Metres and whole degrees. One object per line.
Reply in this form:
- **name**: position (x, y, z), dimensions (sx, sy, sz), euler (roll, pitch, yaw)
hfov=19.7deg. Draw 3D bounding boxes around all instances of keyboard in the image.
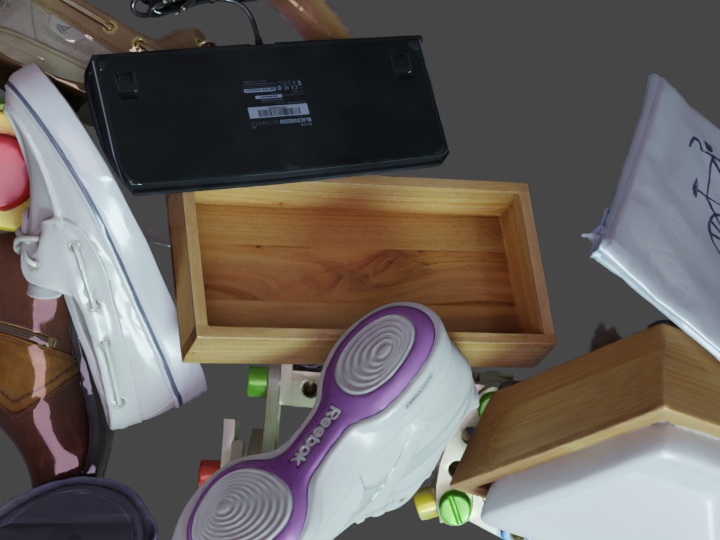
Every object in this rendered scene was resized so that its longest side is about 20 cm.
- **keyboard**: position (-0.052, -0.105, 1.101), dimensions (0.199, 0.021, 0.128), euler (-6, 75, -29)

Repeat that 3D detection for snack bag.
- **snack bag**: position (0.211, -0.005, 1.090), dimensions (0.200, 0.189, 0.021), euler (39, 128, -10)

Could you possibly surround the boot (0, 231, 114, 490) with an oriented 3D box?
- **boot**: position (-0.235, 0.062, 1.147), dimensions (0.199, 0.068, 0.189), euler (7, 100, -1)

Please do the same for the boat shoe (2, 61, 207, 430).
- **boat shoe**: position (-0.148, -0.009, 1.083), dimensions (0.066, 0.072, 0.201), euler (-28, 114, -11)

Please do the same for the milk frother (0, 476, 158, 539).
- **milk frother**: position (-0.143, 0.251, 1.076), dimensions (0.180, 0.200, 0.189), euler (-29, 129, -7)

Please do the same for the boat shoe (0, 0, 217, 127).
- **boat shoe**: position (-0.106, -0.101, 1.121), dimensions (0.199, 0.074, 0.067), euler (24, 74, -11)

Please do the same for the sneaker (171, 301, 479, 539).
- **sneaker**: position (-0.013, 0.113, 1.053), dimensions (0.200, 0.075, 0.100), euler (-46, 140, -2)

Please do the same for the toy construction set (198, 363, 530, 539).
- **toy construction set**: position (0.008, 0.091, 1.150), dimensions (0.199, 0.092, 0.132), euler (1, 100, -12)

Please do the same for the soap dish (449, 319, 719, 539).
- **soap dish**: position (0.172, 0.100, 1.091), dimensions (0.199, 0.157, 0.082), euler (19, 60, -34)

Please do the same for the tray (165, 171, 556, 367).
- **tray**: position (0.000, 0.000, 1.103), dimensions (0.199, 0.037, 0.099), euler (2, 62, -21)

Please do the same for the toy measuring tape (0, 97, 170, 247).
- **toy measuring tape**: position (-0.160, -0.055, 1.134), dimensions (0.199, 0.074, 0.074), euler (7, 99, -11)
